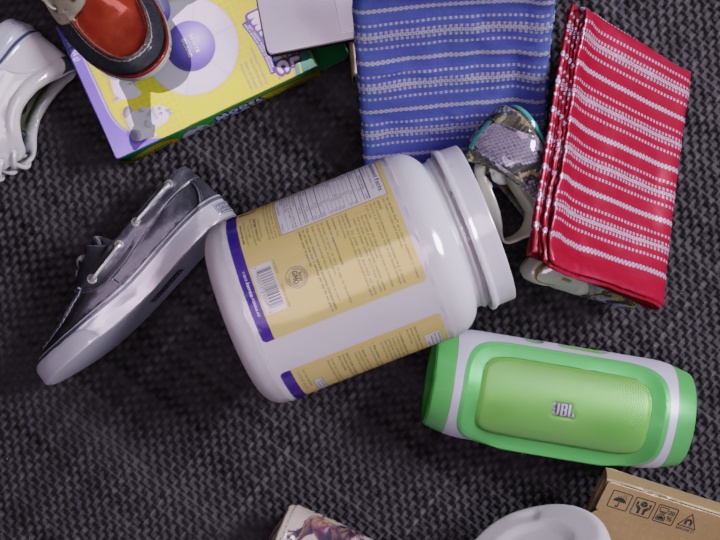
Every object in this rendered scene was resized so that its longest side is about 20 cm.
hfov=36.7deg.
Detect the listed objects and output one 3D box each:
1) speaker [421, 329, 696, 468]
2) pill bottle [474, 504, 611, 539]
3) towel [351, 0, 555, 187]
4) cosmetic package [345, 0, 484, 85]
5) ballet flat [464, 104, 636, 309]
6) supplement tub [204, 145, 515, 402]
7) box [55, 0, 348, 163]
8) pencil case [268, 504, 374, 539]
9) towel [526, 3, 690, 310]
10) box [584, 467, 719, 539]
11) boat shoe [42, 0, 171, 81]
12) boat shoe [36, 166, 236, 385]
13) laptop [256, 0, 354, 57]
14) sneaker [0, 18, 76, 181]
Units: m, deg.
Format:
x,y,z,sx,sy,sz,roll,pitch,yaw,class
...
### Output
x,y,z,sx,sy,sz,roll,pitch,yaw,class
0.151,0.100,0.842,0.200,0.088,0.089,9,93,0,speaker
0.158,0.286,0.810,0.113,0.113,0.200,-22,111,2,pill bottle
0.070,-0.134,0.799,0.144,0.024,0.200,-4,134,0,towel
0.034,-0.248,0.829,0.103,0.073,0.201,-6,94,1,cosmetic package
0.139,-0.031,0.823,0.072,0.072,0.200,-36,113,2,ballet flat
0.000,0.000,0.807,0.200,0.145,0.146,-21,93,1,supplement tub
-0.120,-0.177,0.847,0.200,0.048,0.118,-25,92,0,box
0.013,0.264,0.856,0.200,0.078,0.090,26,103,-1,pencil case
0.191,-0.081,0.804,0.144,0.022,0.200,20,75,-35,towel
0.257,0.253,0.857,0.200,0.021,0.164,18,114,-2,box
-0.210,-0.222,0.802,0.071,0.063,0.200,-35,70,-4,boat shoe
-0.189,0.003,0.846,0.068,0.072,0.200,45,97,6,boat shoe
0.003,-0.267,0.734,0.187,0.116,0.200,-10,94,3,laptop
-0.293,-0.096,0.839,0.071,0.073,0.200,32,93,2,sneaker
